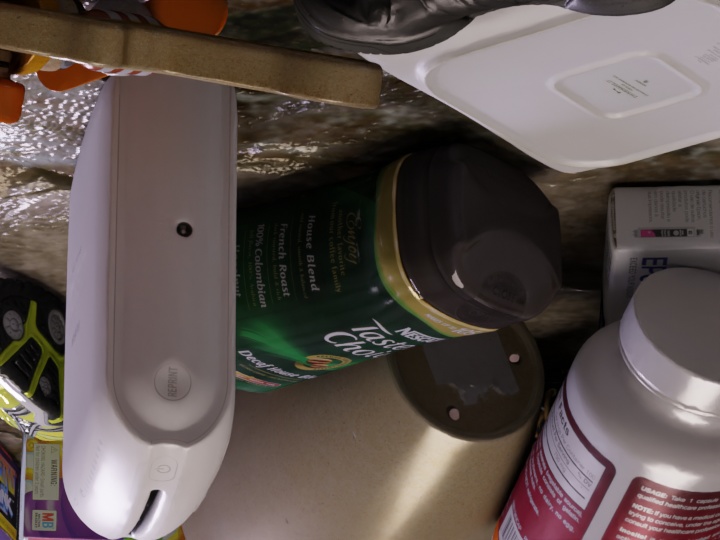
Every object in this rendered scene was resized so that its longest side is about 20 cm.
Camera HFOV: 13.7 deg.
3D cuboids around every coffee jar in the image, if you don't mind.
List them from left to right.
[{"bbox_3d":[0.000,0.000,1.521,0.199,0.086,0.104,-17,155,36],"label":"coffee jar"}]

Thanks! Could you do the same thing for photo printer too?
[{"bbox_3d":[-0.101,0.024,1.420,0.069,0.201,0.166,4,160,-12],"label":"photo printer"}]

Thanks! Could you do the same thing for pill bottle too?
[{"bbox_3d":[0.148,0.099,1.566,0.112,0.113,0.201,7,132,-18],"label":"pill bottle"}]

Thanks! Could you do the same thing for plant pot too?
[{"bbox_3d":[0.018,0.091,1.658,0.186,0.188,0.200,8,150,-21],"label":"plant pot"}]

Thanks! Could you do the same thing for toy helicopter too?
[{"bbox_3d":[-0.088,-0.093,1.277,0.199,0.079,0.132,10,-177,5],"label":"toy helicopter"}]

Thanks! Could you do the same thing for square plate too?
[{"bbox_3d":[0.120,-0.095,1.356,0.197,0.029,0.200,-14,156,33],"label":"square plate"}]

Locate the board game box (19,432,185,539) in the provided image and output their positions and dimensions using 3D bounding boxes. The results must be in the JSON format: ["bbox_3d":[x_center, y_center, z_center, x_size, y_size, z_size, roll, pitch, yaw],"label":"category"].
[{"bbox_3d":[-0.107,0.132,1.838,0.199,0.105,0.103,2,159,-8],"label":"board game box"}]

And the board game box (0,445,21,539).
[{"bbox_3d":[-0.321,0.151,1.952,0.199,0.057,0.165,-3,157,8],"label":"board game box"}]

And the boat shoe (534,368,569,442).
[{"bbox_3d":[0.118,0.092,1.730,0.090,0.071,0.200,4,178,-8],"label":"boat shoe"}]

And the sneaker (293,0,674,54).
[{"bbox_3d":[0.065,-0.141,1.197,0.199,0.060,0.104,-6,156,6],"label":"sneaker"}]

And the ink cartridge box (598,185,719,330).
[{"bbox_3d":[0.229,0.006,1.608,0.199,0.044,0.197,0,159,3],"label":"ink cartridge box"}]

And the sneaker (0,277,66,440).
[{"bbox_3d":[-0.187,0.062,1.696,0.076,0.076,0.200,-9,156,20],"label":"sneaker"}]
